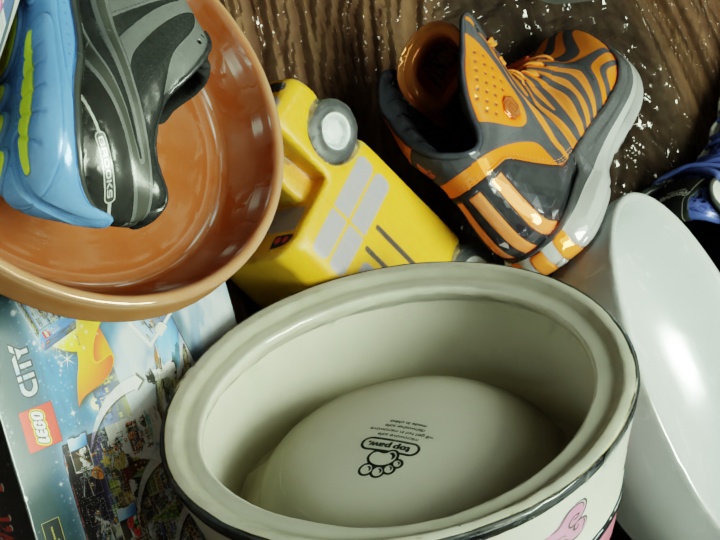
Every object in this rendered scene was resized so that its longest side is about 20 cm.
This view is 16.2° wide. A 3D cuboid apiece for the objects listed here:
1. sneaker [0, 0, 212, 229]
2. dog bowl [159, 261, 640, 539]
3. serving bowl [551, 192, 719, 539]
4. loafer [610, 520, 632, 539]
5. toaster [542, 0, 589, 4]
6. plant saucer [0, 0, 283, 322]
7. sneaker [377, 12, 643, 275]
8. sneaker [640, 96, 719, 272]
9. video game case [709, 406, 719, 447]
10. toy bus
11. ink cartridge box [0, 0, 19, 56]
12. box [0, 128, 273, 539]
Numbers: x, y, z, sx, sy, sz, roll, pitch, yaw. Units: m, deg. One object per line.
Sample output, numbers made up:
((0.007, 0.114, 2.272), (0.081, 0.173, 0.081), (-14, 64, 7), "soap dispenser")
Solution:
((-0.101, -0.102, 1.028), (0.082, 0.071, 0.200), (22, 56, -30), "sneaker")
((0.021, 0.080, 1.054), (0.200, 0.200, 0.074), (-41, 133, -38), "dog bowl")
((0.143, 0.066, 1.209), (0.200, 0.066, 0.201), (46, 30, -37), "serving bowl")
((0.108, 0.149, 1.251), (0.071, 0.073, 0.200), (-71, 146, -43), "loafer")
((0.121, -0.231, 1.242), (0.200, 0.180, 0.119), (40, 62, -31), "toaster")
((-0.125, -0.068, 1.051), (0.200, 0.032, 0.201), (19, 52, -26), "plant saucer")
((0.072, -0.088, 1.217), (0.112, 0.077, 0.200), (46, 26, -17), "sneaker")
((0.209, -0.049, 1.364), (0.115, 0.080, 0.200), (18, 74, -42), "sneaker")
((0.227, 0.182, 1.355), (0.181, 0.036, 0.201), (18, 72, -54), "video game case")
((0.000, 0.000, 1.176), (0.200, 0.065, 0.078), (44, 59, -31), "toy bus")
((-0.205, -0.104, 0.943), (0.145, 0.088, 0.201), (15, 69, -3), "ink cartridge box")
((-0.110, 0.053, 1.084), (0.136, 0.038, 0.201), (-21, 99, -42), "box")
